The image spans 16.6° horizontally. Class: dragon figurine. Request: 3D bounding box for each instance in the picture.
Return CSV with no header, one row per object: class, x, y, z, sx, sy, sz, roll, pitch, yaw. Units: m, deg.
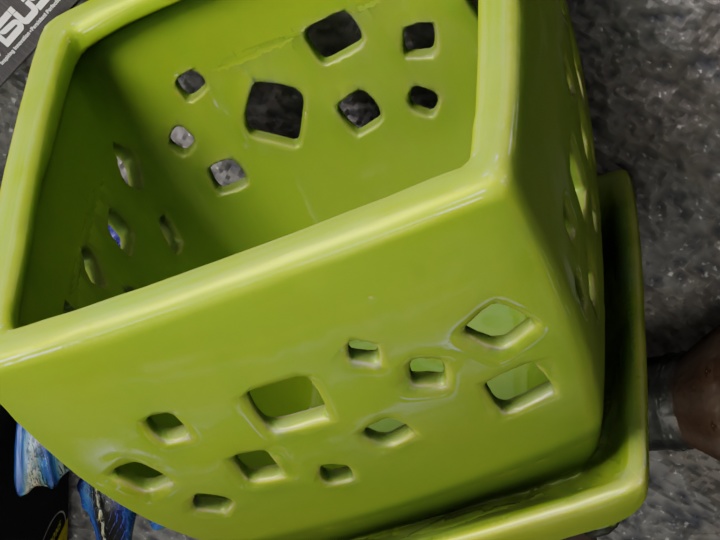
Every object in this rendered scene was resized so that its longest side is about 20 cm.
dragon figurine,-0.106,0.071,1.027,0.058,0.201,0.099,1,165,25

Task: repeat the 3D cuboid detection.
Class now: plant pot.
plant pot,0.000,0.000,0.874,0.198,0.201,0.182,-18,127,18

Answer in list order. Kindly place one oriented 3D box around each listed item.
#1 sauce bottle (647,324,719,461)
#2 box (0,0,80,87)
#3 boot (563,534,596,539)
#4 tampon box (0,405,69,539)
sauce bottle,0.174,0.046,0.938,0.199,0.065,0.065,-10,122,30
box,-0.208,-0.119,0.979,0.158,0.048,0.200,41,130,-12
boot,0.051,0.134,1.035,0.186,0.064,0.200,47,142,-13
tampon box,-0.212,0.109,1.092,0.125,0.150,0.201,16,131,11
